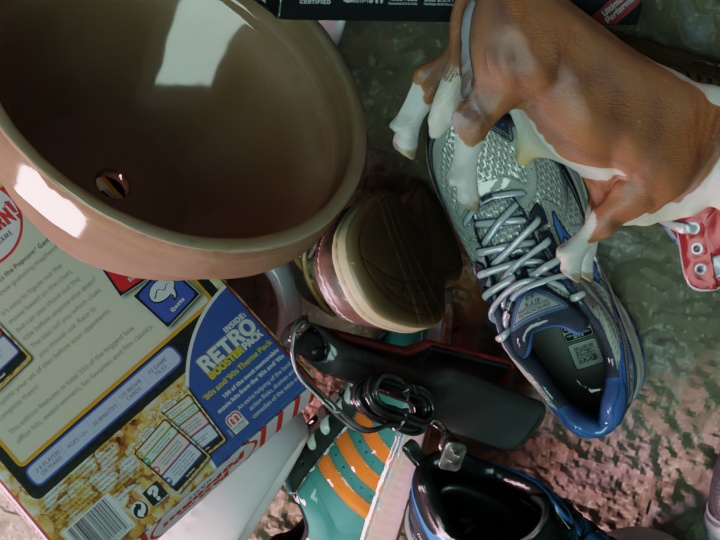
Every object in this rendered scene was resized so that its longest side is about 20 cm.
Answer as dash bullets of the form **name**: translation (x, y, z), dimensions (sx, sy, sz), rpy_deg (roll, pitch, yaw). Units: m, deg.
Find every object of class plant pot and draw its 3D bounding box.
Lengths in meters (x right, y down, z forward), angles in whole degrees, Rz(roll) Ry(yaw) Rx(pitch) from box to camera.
- **plant pot**: translation (-0.105, -0.066, 0.982), dimensions (0.200, 0.201, 0.093), rpy_deg (33, 135, -6)

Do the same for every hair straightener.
- **hair straightener**: translation (0.032, 0.061, 1.038), dimensions (0.041, 0.077, 0.199), rpy_deg (-49, 142, 14)

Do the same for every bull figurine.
- **bull figurine**: translation (0.114, -0.063, 0.993), dimensions (0.199, 0.065, 0.122), rpy_deg (34, 100, -14)

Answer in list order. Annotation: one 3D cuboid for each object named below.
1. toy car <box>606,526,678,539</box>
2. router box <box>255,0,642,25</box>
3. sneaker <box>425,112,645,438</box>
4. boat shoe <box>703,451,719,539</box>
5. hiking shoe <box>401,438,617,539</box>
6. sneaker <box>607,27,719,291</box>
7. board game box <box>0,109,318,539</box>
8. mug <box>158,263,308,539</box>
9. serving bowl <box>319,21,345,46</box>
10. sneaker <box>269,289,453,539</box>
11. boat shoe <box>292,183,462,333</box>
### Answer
- **toy car**: translation (0.161, 0.261, 1.172), dimensions (0.199, 0.176, 0.150), rpy_deg (33, 148, -6)
- **router box**: translation (0.050, -0.198, 0.987), dimensions (0.198, 0.062, 0.151), rpy_deg (-2, 115, -21)
- **sneaker**: translation (0.096, 0.002, 1.096), dimensions (0.077, 0.085, 0.201), rpy_deg (-26, 106, 18)
- **boat shoe**: translation (0.289, 0.125, 1.132), dimensions (0.198, 0.070, 0.067), rpy_deg (5, 115, 15)
- **hiking shoe**: translation (0.105, 0.160, 1.077), dimensions (0.199, 0.075, 0.087), rpy_deg (25, 161, 19)
- **sneaker**: translation (0.148, -0.058, 1.071), dimensions (0.198, 0.071, 0.113), rpy_deg (16, 111, 0)
- **board game box**: translation (-0.142, 0.035, 1.025), dimensions (0.151, 0.046, 0.200), rpy_deg (-40, 81, -13)
- **mug**: translation (-0.110, 0.056, 1.110), dimensions (0.175, 0.148, 0.201), rpy_deg (32, 106, 4)
- **serving bowl**: translation (-0.098, -0.165, 1.068), dimensions (0.198, 0.066, 0.202), rpy_deg (4, 113, 8)
- **sneaker**: translation (-0.003, 0.096, 1.160), dimensions (0.079, 0.071, 0.202), rpy_deg (17, 111, 5)
- **boat shoe**: translation (0.000, 0.000, 1.049), dimensions (0.071, 0.200, 0.073), rpy_deg (-22, 95, 14)
